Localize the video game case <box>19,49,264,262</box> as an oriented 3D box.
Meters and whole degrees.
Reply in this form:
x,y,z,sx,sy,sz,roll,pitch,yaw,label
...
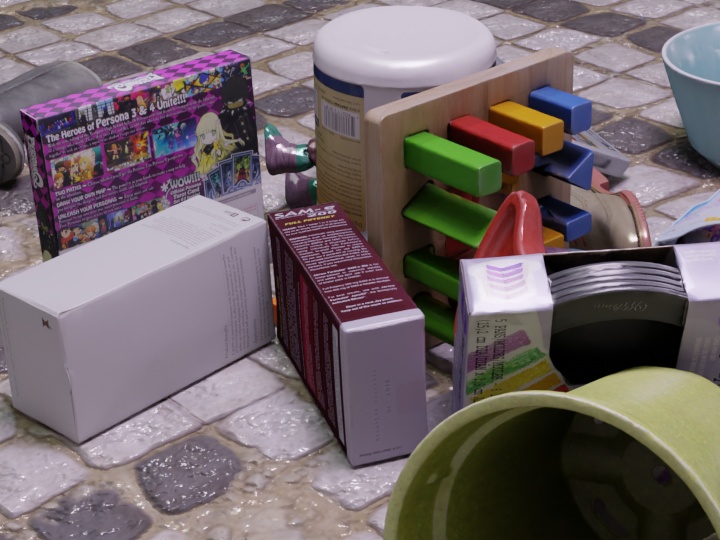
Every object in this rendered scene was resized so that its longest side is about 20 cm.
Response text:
x,y,z,sx,sy,sz,roll,pitch,yaw,label
-0.170,-0.068,1.343,0.199,0.183,0.036,-22,32,-32,video game case

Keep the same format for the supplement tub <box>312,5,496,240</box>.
x,y,z,sx,sy,sz,roll,pitch,yaw,label
0.035,-0.094,1.311,0.143,0.201,0.145,0,28,0,supplement tub

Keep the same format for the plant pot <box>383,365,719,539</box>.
x,y,z,sx,sy,sz,roll,pitch,yaw,label
0.140,0.138,0.915,0.199,0.202,0.184,11,18,26,plant pot

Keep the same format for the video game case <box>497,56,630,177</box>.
x,y,z,sx,sy,sz,roll,pitch,yaw,label
0.136,-0.157,1.496,0.200,0.023,0.182,42,16,24,video game case

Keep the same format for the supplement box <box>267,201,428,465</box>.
x,y,z,sx,sy,sz,roll,pitch,yaw,label
-0.012,0.040,1.191,0.060,0.110,0.200,-11,28,-15,supplement box

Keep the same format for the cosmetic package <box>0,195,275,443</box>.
x,y,z,sx,sy,sz,roll,pitch,yaw,label
-0.162,0.031,1.228,0.085,0.108,0.199,21,34,40,cosmetic package

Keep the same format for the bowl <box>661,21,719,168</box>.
x,y,z,sx,sy,sz,roll,pitch,yaw,label
0.380,-0.156,1.546,0.199,0.106,0.201,-2,27,1,bowl

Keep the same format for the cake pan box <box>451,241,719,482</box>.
x,y,z,sx,sy,sz,roll,pitch,yaw,label
0.150,0.062,1.030,0.182,0.201,0.053,-4,49,-4,cake pan box

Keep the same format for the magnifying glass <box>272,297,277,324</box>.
x,y,z,sx,sy,sz,roll,pitch,yaw,label
0.000,0.000,1.373,0.079,0.023,0.199,21,33,39,magnifying glass

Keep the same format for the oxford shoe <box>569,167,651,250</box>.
x,y,z,sx,sy,sz,roll,pitch,yaw,label
0.187,-0.032,1.369,0.073,0.071,0.200,-11,17,-8,oxford shoe

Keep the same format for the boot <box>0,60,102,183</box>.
x,y,z,sx,sy,sz,roll,pitch,yaw,label
-0.338,-0.154,1.678,0.181,0.073,0.199,21,28,35,boot

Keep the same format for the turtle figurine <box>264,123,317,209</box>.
x,y,z,sx,sy,sz,roll,pitch,yaw,label
0.022,-0.100,1.460,0.198,0.150,0.101,-6,43,13,turtle figurine

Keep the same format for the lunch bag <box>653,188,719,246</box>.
x,y,z,sx,sy,sz,roll,pitch,yaw,label
0.333,-0.001,1.215,0.199,0.128,0.169,26,34,26,lunch bag

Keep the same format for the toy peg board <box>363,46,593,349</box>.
x,y,z,sx,sy,sz,roll,pitch,yaw,label
0.111,-0.037,1.231,0.198,0.202,0.098,-22,33,-34,toy peg board

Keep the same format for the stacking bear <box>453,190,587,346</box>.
x,y,z,sx,sy,sz,roll,pitch,yaw,label
0.175,0.045,1.129,0.199,0.114,0.122,18,37,-18,stacking bear
